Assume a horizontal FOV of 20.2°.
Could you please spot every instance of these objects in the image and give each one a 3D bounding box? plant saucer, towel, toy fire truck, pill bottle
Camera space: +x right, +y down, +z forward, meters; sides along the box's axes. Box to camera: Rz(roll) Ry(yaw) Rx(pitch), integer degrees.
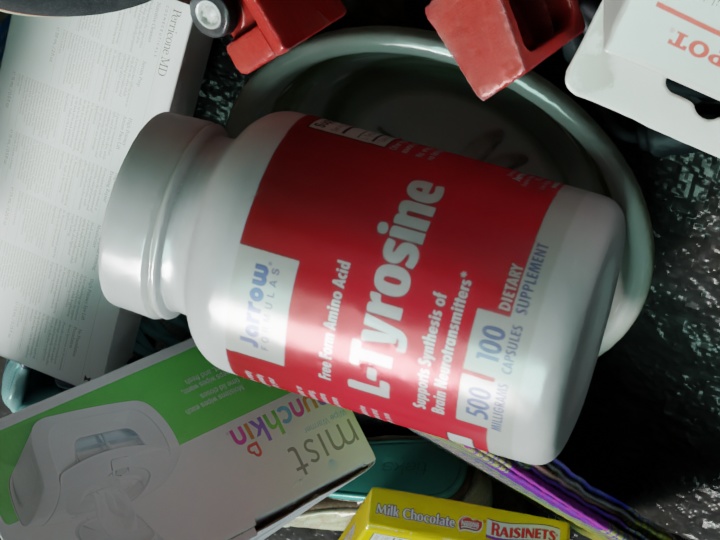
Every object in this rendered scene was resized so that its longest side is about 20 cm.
[{"bbox_3d":[0.038,-0.037,0.897,0.199,0.050,0.201,15,137,14],"label":"plant saucer"},{"bbox_3d":[0.081,0.095,0.957,0.199,0.023,0.143,33,175,-26],"label":"towel"},{"bbox_3d":[-0.018,-0.145,0.773,0.141,0.049,0.201,-25,99,44],"label":"toy fire truck"},{"bbox_3d":[0.000,0.000,0.831,0.199,0.113,0.113,16,138,13],"label":"pill bottle"}]

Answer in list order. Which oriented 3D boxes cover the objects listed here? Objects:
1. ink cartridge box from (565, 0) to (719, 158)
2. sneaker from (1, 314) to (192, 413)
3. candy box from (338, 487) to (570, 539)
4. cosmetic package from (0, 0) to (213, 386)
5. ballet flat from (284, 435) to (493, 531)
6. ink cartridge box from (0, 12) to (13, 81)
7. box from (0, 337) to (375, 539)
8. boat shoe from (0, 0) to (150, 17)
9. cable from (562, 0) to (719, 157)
[{"bbox_3d":[0.157,-0.113,0.683,0.116,0.068,0.201,22,119,-5],"label":"ink cartridge box"},{"bbox_3d":[-0.106,0.033,1.019,0.199,0.087,0.078,-23,120,42],"label":"sneaker"},{"bbox_3d":[0.035,0.158,1.059,0.101,0.027,0.200,9,157,-8],"label":"candy box"},{"bbox_3d":[-0.126,-0.049,0.922,0.082,0.051,0.201,22,117,9],"label":"cosmetic package"},{"bbox_3d":[-0.024,0.118,1.082,0.198,0.068,0.063,7,145,23],"label":"ballet flat"},{"bbox_3d":[-0.230,-0.076,0.974,0.145,0.085,0.201,20,137,8],"label":"ink cartridge box"},{"bbox_3d":[-0.123,0.117,0.944,0.176,0.199,0.097,-40,77,48],"label":"box"},{"bbox_3d":[-0.144,-0.137,0.719,0.199,0.072,0.062,11,174,-27],"label":"boat shoe"},{"bbox_3d":[0.147,-0.119,0.753,0.162,0.051,0.201,8,135,21],"label":"cable"}]
